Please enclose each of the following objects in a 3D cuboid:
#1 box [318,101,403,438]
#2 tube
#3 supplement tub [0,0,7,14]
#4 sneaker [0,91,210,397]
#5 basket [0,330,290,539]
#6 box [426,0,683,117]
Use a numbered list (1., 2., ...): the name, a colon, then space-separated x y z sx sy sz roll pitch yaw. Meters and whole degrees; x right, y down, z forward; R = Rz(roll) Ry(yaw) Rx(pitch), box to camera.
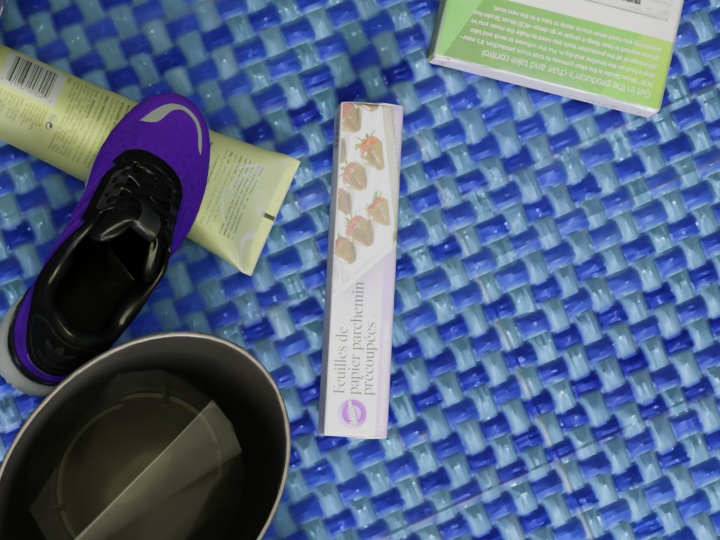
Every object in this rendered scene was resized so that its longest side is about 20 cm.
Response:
1. box: 0.000 0.000 1.614 0.039 0.041 0.201 3 86 -5
2. tube: -0.140 -0.071 1.603 0.199 0.052 0.058 24 120 -8
3. supplement tub: -0.269 -0.169 1.528 0.140 0.140 0.201 23 71 -4
4. sneaker: -0.128 -0.022 1.516 0.069 0.099 0.201 32 64 -12
5. basket: -0.124 0.116 1.514 0.136 0.200 0.180 44 85 -2
6. box: 0.132 -0.206 1.643 0.144 0.036 0.201 14 84 -5
